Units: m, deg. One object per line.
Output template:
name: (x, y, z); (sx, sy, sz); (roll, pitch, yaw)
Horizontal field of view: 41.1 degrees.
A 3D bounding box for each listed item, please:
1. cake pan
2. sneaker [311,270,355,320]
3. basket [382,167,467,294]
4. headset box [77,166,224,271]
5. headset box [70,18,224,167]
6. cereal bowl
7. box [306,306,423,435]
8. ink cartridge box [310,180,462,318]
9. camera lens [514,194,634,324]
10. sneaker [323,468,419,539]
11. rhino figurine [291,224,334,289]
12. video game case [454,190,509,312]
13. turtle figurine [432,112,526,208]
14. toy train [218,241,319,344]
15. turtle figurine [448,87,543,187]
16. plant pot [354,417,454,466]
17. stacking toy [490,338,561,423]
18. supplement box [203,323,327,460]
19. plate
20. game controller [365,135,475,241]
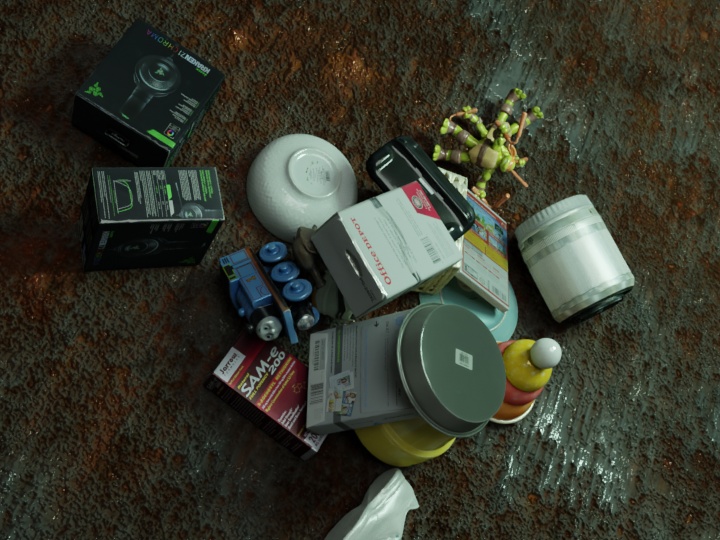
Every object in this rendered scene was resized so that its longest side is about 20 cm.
cake pan: (0.136, 0.136, 1.373); (0.199, 0.037, 0.202); (20, 57, -34)
sneaker: (0.000, 0.000, 1.605); (0.087, 0.076, 0.201); (23, 67, 18)
basket: (0.103, -0.071, 1.652); (0.123, 0.136, 0.201); (15, 62, -12)
headset box: (-0.314, -0.077, 1.458); (0.199, 0.174, 0.093); (-3, 68, -26)
headset box: (-0.350, -0.277, 1.568); (0.174, 0.093, 0.201); (33, 60, -6)
cereal bowl: (-0.092, -0.150, 1.639); (0.199, 0.083, 0.201); (9, 64, -19)
box: (0.014, 0.150, 1.425); (0.041, 0.199, 0.157); (37, 45, -48)
ink cartridge box: (0.041, -0.034, 1.456); (0.199, 0.083, 0.146); (-25, 82, -45)
camera lens: (0.388, -0.015, 1.740); (0.159, 0.160, 0.201); (-19, 76, -29)
sneaker: (0.020, 0.396, 1.457); (0.200, 0.075, 0.089); (-41, 99, -33)
rhino figurine: (-0.073, -0.031, 1.522); (0.060, 0.200, 0.088); (-35, 100, 2)
video game case: (0.216, -0.041, 1.708); (0.143, 0.017, 0.201); (35, 44, -34)
turtle figurine: (0.222, -0.224, 1.767); (0.160, 0.201, 0.064); (23, 36, 11)
toy train: (-0.141, 0.036, 1.481); (0.114, 0.087, 0.200); (-23, 42, -12)
turtle figurine: (0.279, -0.262, 1.857); (0.200, 0.064, 0.161); (42, 76, 6)
plant pot: (0.110, 0.186, 1.487); (0.200, 0.188, 0.202); (20, 57, -35)
stacking toy: (0.268, 0.164, 1.585); (0.145, 0.200, 0.147); (8, 67, -19)
supplement box: (-0.129, 0.188, 1.486); (0.200, 0.061, 0.109); (37, 57, -4)
plate: (0.198, 0.050, 1.709); (0.199, 0.026, 0.202); (9, 66, -19)
game controller: (0.099, -0.130, 1.584); (0.104, 0.042, 0.200); (-39, 84, -17)
